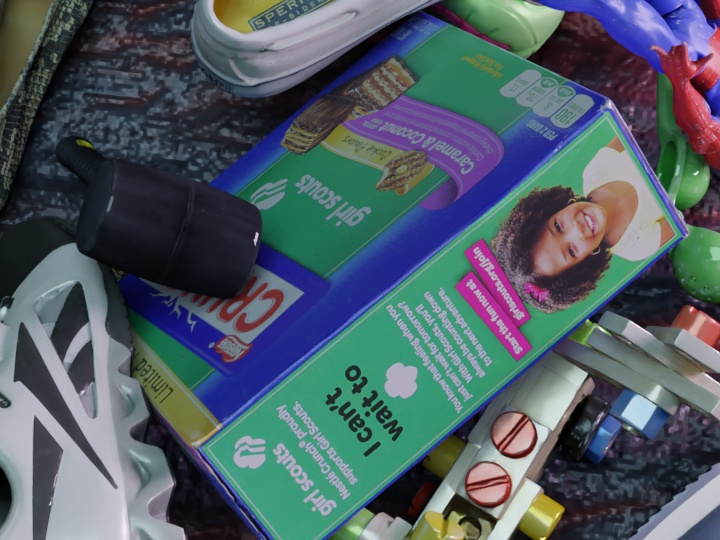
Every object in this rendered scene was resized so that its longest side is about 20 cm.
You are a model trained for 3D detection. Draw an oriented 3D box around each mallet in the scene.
[{"bbox_3d":[-0.104,-0.034,0.893,0.066,0.200,0.041,17,96,-29],"label":"mallet"}]

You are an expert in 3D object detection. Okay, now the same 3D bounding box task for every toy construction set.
[{"bbox_3d":[0.057,0.082,0.862,0.200,0.131,0.092,-43,76,0],"label":"toy construction set"}]

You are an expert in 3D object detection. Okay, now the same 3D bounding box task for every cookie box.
[{"bbox_3d":[0.000,0.000,0.878,0.200,0.075,0.171,-40,29,-7],"label":"cookie box"}]

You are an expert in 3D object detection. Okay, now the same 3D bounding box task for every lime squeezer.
[{"bbox_3d":[0.154,-0.031,0.940,0.071,0.038,0.200,-27,71,-3],"label":"lime squeezer"}]

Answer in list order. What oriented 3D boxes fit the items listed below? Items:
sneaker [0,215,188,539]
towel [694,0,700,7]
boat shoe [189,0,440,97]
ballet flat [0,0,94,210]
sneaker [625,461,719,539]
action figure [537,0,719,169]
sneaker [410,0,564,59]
[{"bbox_3d":[-0.130,0.048,0.832,0.088,0.074,0.200,-1,38,-21],"label":"sneaker"},{"bbox_3d":[0.140,-0.212,0.985,0.148,0.050,0.200,-40,72,-13],"label":"towel"},{"bbox_3d":[0.016,-0.150,0.898,0.202,0.086,0.075,-33,81,-9],"label":"boat shoe"},{"bbox_3d":[-0.160,-0.114,0.979,0.068,0.075,0.200,14,75,11],"label":"ballet flat"},{"bbox_3d":[0.108,0.159,0.869,0.200,0.070,0.082,-43,78,-3],"label":"sneaker"},{"bbox_3d":[0.125,-0.099,0.897,0.052,0.200,0.065,-19,42,42],"label":"action figure"},{"bbox_3d":[0.013,-0.173,0.986,0.200,0.077,0.084,39,75,5],"label":"sneaker"}]
